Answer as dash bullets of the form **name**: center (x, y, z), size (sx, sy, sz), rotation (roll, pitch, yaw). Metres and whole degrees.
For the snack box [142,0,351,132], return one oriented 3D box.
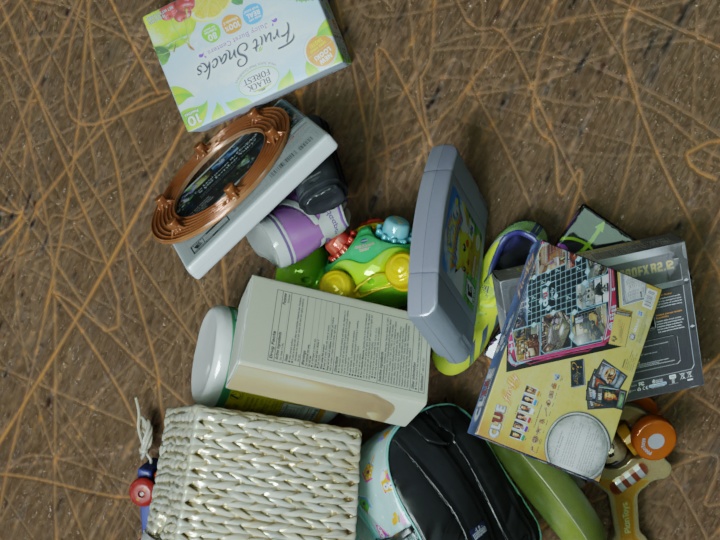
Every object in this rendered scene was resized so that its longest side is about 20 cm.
- **snack box**: center (-0.128, -0.260, 1.269), size (0.198, 0.053, 0.144), rotation (-22, 93, 14)

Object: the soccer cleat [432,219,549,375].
- **soccer cleat**: center (0.136, 0.030, 1.229), size (0.064, 0.084, 0.201), rotation (35, 103, 6)

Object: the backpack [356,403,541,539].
- **backpack**: center (0.078, 0.255, 1.221), size (0.153, 0.175, 0.202), rotation (-28, 86, 49)

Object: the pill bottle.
- **pill bottle**: center (-0.078, 0.109, 1.241), size (0.198, 0.113, 0.114), rotation (12, 100, -20)

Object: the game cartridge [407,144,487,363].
- **game cartridge**: center (0.091, -0.021, 1.164), size (0.040, 0.133, 0.202), rotation (-5, 61, 27)

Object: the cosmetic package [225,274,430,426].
- **cosmetic package**: center (-0.031, 0.084, 1.152), size (0.198, 0.071, 0.106), rotation (15, 59, -11)

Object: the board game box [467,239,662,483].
- **board game box**: center (0.201, 0.089, 1.102), size (0.134, 0.035, 0.202), rotation (22, 82, -6)

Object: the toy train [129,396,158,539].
- **toy train**: center (-0.209, 0.250, 1.334), size (0.114, 0.085, 0.203), rotation (-2, 96, 8)

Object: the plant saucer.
- **plant saucer**: center (0.199, 0.229, 1.190), size (0.031, 0.200, 0.201), rotation (-37, 88, -7)

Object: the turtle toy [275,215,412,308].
- **turtle toy**: center (0.000, 0.000, 1.238), size (0.198, 0.146, 0.102), rotation (-14, 71, 13)

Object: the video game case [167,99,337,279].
- **video game case**: center (-0.127, -0.093, 1.210), size (0.200, 0.182, 0.023), rotation (-44, 118, 0)

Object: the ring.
- **ring**: center (-0.158, -0.110, 1.228), size (0.200, 0.201, 0.019), rotation (-35, 119, 14)

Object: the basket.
- **basket**: center (-0.114, 0.236, 1.188), size (0.198, 0.198, 0.163), rotation (12, 79, -18)

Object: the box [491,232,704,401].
- **box**: center (0.248, 0.061, 1.173), size (0.198, 0.048, 0.160), rotation (-13, 103, 0)

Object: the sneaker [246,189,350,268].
- **sneaker**: center (-0.073, -0.066, 1.239), size (0.114, 0.200, 0.073), rotation (-29, 119, -13)

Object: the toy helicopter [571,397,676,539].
- **toy helicopter**: center (0.276, 0.237, 1.226), size (0.131, 0.079, 0.202), rotation (-11, 109, -1)

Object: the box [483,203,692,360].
- **box**: center (0.247, 0.050, 1.232), size (0.142, 0.036, 0.201), rotation (34, 103, 7)

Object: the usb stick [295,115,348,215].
- **usb stick**: center (-0.050, -0.116, 1.202), size (0.055, 0.201, 0.033), rotation (-23, 119, 3)
